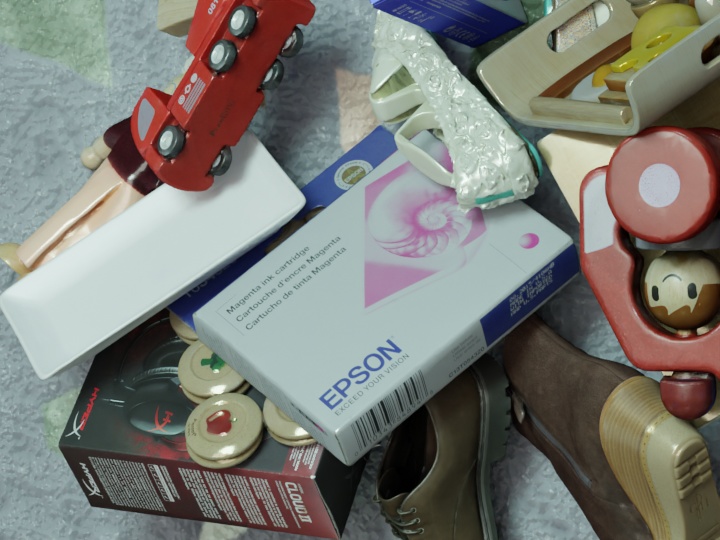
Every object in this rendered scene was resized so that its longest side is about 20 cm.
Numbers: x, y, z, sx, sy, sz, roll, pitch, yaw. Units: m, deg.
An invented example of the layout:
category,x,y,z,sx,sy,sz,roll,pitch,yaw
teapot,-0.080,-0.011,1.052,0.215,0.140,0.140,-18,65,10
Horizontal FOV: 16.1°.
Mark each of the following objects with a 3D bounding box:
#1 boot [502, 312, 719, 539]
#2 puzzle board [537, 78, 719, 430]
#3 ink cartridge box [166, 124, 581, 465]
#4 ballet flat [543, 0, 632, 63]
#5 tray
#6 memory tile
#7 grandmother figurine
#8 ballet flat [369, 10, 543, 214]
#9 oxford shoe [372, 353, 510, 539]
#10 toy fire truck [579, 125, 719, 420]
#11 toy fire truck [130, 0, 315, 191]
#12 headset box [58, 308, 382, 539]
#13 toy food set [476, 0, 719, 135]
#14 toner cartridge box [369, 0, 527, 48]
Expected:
category,x,y,z,sx,sy,sz,roll,pitch,yaw
boot,0.159,0.134,1.576,0.166,0.072,0.201,36,144,46
puzzle board,0.215,-0.029,1.513,0.150,0.017,0.201,-31,78,16
ink cartridge box,0.000,0.000,1.577,0.196,0.043,0.200,-39,52,-17
ballet flat,0.143,-0.187,1.599,0.067,0.068,0.201,-5,87,6
tray,-0.131,-0.007,1.618,0.199,0.022,0.107,-34,39,-4
memory tile,-0.046,0.029,1.603,0.152,0.017,0.201,-15,47,4
grandmother figurine,-0.154,-0.062,1.699,0.200,0.061,0.121,-49,54,4
ballet flat,0.042,-0.105,1.588,0.072,0.072,0.200,-49,44,13
oxford shoe,0.041,0.154,1.600,0.073,0.084,0.201,16,110,52
toy fire truck,0.222,0.001,1.443,0.199,0.112,0.169,-1,92,21
toy fire truck,-0.095,-0.166,1.634,0.201,0.049,0.141,-58,41,16
headset box,-0.071,0.083,1.628,0.199,0.075,0.149,6,54,21
toy food set,0.166,-0.144,1.476,0.143,0.200,0.061,-35,107,-15
toner cartridge box,0.041,-0.199,1.564,0.043,0.200,0.096,-24,81,18
